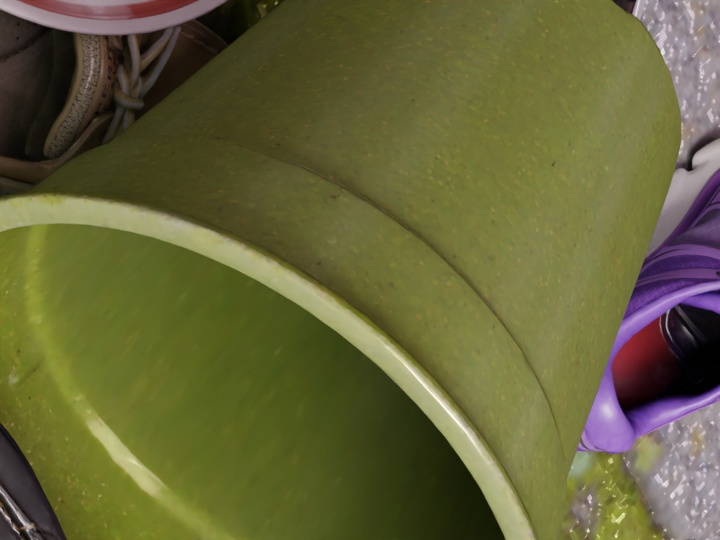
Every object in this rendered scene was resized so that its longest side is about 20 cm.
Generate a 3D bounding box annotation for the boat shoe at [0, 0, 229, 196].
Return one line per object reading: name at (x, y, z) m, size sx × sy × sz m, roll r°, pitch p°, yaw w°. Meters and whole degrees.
boat shoe at (-0.106, -0.058, 0.784) m, size 0.200 × 0.063 × 0.074 m, roll 15°, pitch 88°, yaw -38°

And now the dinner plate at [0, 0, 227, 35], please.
dinner plate at (-0.088, -0.165, 0.786) m, size 0.199 × 0.024 × 0.202 m, roll 10°, pitch 75°, yaw -40°

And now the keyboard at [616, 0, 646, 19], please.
keyboard at (0.096, -0.100, 0.945) m, size 0.011 × 0.056 × 0.201 m, roll 17°, pitch 85°, yaw 2°

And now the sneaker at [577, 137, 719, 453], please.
sneaker at (0.133, 0.014, 0.970) m, size 0.200 × 0.083 × 0.081 m, roll -35°, pitch 117°, yaw -30°

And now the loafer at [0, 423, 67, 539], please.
loafer at (-0.101, 0.089, 0.712) m, size 0.073 × 0.072 × 0.200 m, roll -41°, pitch 117°, yaw -6°

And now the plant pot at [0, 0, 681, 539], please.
plant pot at (0.000, 0.000, 0.773) m, size 0.201 × 0.199 × 0.190 m, roll 60°, pitch 45°, yaw -28°
